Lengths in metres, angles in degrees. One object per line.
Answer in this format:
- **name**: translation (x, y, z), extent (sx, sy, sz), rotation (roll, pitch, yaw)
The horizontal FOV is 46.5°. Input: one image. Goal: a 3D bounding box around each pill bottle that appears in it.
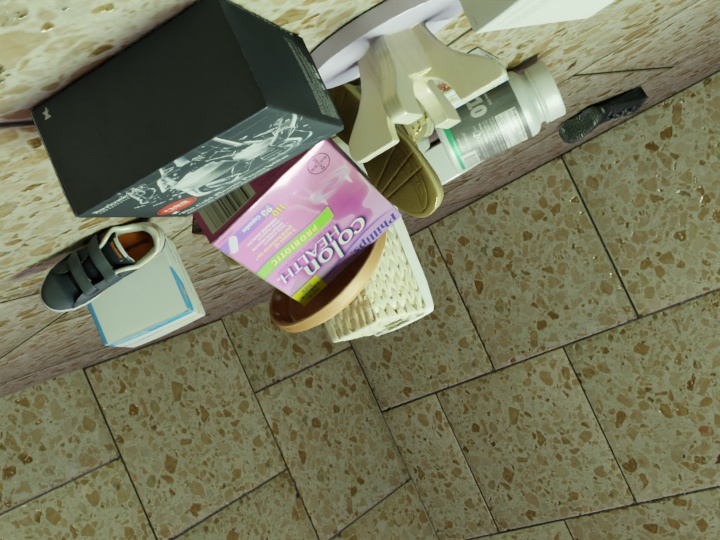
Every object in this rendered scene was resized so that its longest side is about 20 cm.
- **pill bottle**: translation (0.223, -0.253, 1.371), extent (0.200, 0.113, 0.113), rotation (-25, 176, 10)

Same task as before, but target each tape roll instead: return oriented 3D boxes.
- **tape roll**: translation (0.157, -0.210, 1.626), extent (0.202, 0.071, 0.202), rotation (-29, -174, 4)

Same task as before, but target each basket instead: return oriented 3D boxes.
- **basket**: translation (0.000, 0.000, 1.287), extent (0.123, 0.200, 0.136), rotation (-12, 168, -42)

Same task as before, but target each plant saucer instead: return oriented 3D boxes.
- **plant saucer**: translation (-0.042, 0.003, 1.137), extent (0.200, 0.032, 0.200), rotation (-34, -152, 21)

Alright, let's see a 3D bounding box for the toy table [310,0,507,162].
- **toy table**: translation (0.046, -0.206, 0.886), extent (0.200, 0.117, 0.184), rotation (-29, 175, 35)

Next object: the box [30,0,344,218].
- **box**: translation (-0.147, -0.133, 0.752), extent (0.200, 0.104, 0.182), rotation (-26, 175, 19)

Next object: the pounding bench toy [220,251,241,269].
- **pounding bench toy**: translation (-0.167, -0.081, 1.191), extent (0.200, 0.124, 0.156), rotation (-22, 176, -37)

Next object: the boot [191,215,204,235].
- **boot**: translation (-0.207, -0.082, 1.379), extent (0.200, 0.064, 0.186), rotation (2, -168, -42)

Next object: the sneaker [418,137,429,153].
- **sneaker**: translation (0.055, -0.189, 1.530), extent (0.092, 0.076, 0.200), rotation (-27, 180, -40)

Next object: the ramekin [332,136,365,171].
- **ramekin**: translation (-0.022, -0.148, 1.344), extent (0.200, 0.105, 0.200), rotation (-25, 177, -1)

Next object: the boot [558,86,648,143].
- **boot**: translation (0.657, -0.420, 2.271), extent (0.200, 0.066, 0.165), rotation (-28, 180, -27)

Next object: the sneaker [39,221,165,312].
- **sneaker**: translation (-0.375, -0.011, 1.211), extent (0.200, 0.078, 0.079), rotation (-35, -176, -14)

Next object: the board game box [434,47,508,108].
- **board game box**: translation (0.109, -0.254, 1.236), extent (0.200, 0.034, 0.134), rotation (-26, 176, 22)

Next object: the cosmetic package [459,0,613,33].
- **cosmetic package**: translation (0.188, -0.294, 0.802), extent (0.200, 0.085, 0.108), rotation (-22, 176, -42)

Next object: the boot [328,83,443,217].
- **boot**: translation (0.057, -0.158, 1.033), extent (0.155, 0.200, 0.073), rotation (-22, 155, -53)

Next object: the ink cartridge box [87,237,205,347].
- **ink cartridge box**: translation (-0.360, 0.034, 1.385), extent (0.145, 0.147, 0.200), rotation (-24, 176, -5)

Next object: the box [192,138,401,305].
- **box**: translation (-0.079, -0.078, 1.024), extent (0.176, 0.097, 0.200), rotation (-42, 143, 6)
